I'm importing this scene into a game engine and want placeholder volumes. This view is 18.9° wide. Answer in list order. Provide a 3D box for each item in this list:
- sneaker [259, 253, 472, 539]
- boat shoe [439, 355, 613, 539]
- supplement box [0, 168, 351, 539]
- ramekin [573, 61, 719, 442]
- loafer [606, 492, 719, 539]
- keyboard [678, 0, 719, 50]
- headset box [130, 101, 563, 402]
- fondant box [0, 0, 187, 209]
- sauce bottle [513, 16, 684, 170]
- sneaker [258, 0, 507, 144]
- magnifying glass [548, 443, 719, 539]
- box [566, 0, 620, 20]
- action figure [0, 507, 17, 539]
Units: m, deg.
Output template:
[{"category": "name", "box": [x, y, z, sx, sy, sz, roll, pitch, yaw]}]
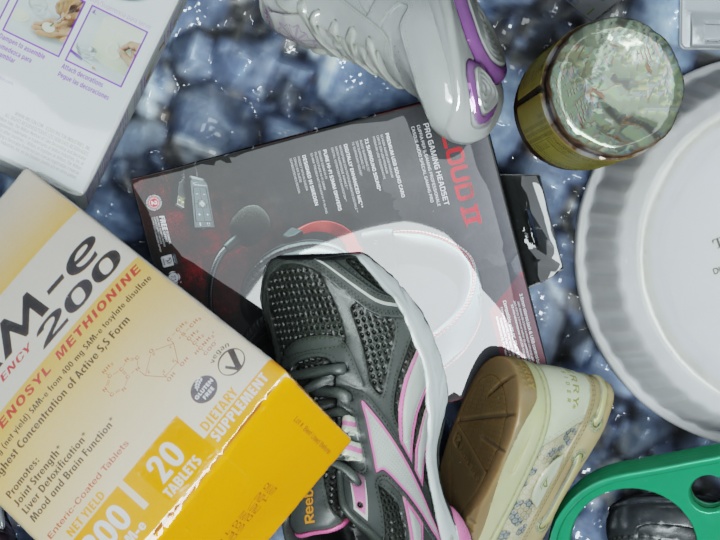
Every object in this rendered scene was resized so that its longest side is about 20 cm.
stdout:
[{"category": "sneaker", "box": [-0.003, 0.088, 0.995, 0.080, 0.086, 0.201, -18, 92, 32]}, {"category": "boat shoe", "box": [0.064, 0.132, 1.070, 0.062, 0.073, 0.201, 7, 126, -24]}, {"category": "supplement box", "box": [-0.119, 0.059, 0.977, 0.200, 0.074, 0.126, 35, 82, 37]}, {"category": "ramekin", "box": [0.209, -0.008, 1.082, 0.201, 0.094, 0.204, 0, 92, -1]}, {"category": "loafer", "box": [0.217, 0.165, 1.095, 0.199, 0.068, 0.071, 19, 74, -5]}, {"category": "keyboard", "box": [0.265, -0.142, 1.125, 0.199, 0.011, 0.057, 1, 86, -1]}, {"category": "headset box", "box": [0.000, 0.000, 1.088, 0.199, 0.075, 0.150, -14, 91, -1]}, {"category": "fondant box", "box": [-0.159, -0.151, 1.080, 0.144, 0.058, 0.201, 25, 83, -1]}, {"category": "sauce bottle", "box": [0.106, -0.080, 1.026, 0.064, 0.200, 0.065, 0, 92, -3]}, {"category": "sneaker", "box": [0.009, -0.120, 1.056, 0.099, 0.201, 0.075, -29, 136, 6]}, {"category": "magnifying glass", "box": [0.175, 0.100, 1.043, 0.200, 0.022, 0.080, -39, 99, 23]}, {"category": "box", "box": [0.079, -0.232, 1.073, 0.200, 0.101, 0.113, 39, 90, -1]}, {"category": "action figure", "box": [-0.214, 0.044, 1.090, 0.129, 0.069, 0.201, -8, 88, 4]}]
